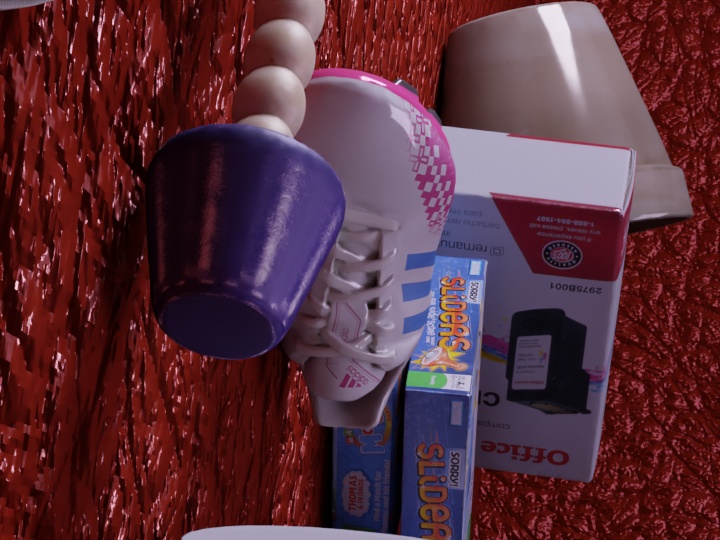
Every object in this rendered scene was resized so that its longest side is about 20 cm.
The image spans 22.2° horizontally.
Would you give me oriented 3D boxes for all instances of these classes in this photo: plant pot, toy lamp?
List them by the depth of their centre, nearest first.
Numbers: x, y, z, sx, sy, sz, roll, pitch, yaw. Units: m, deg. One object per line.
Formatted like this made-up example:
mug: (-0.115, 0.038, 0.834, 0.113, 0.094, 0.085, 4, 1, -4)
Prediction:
toy lamp: (-0.024, -0.065, 0.539, 0.058, 0.058, 0.200, 87, 10, -52)
plant pot: (0.137, -0.105, 1.394, 0.200, 0.200, 0.174, 17, 61, -83)

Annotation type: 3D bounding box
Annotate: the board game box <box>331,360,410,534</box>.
board game box: (0.013, 0.044, 1.008, 0.151, 0.037, 0.200, -74, 169, -56)

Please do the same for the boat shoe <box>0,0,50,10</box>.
boat shoe: (-0.046, -0.080, 0.297, 0.200, 0.068, 0.072, 11, 83, -85)

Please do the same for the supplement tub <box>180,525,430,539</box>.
supplement tub: (-0.004, 0.184, 0.545, 0.144, 0.144, 0.200, 14, 82, -83)

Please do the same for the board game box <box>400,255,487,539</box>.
board game box: (0.044, 0.111, 1.016, 0.135, 0.034, 0.200, -77, 170, -58)

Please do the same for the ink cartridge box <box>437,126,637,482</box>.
ink cartridge box: (0.084, 0.022, 1.121, 0.083, 0.146, 0.200, -71, 165, -56)

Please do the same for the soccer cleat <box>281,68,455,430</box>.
soccer cleat: (0.000, 0.000, 0.725, 0.200, 0.070, 0.086, 83, 14, -63)
